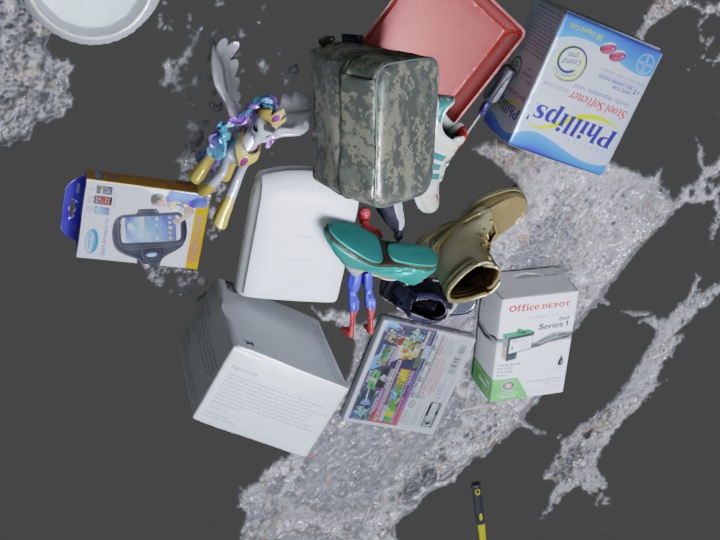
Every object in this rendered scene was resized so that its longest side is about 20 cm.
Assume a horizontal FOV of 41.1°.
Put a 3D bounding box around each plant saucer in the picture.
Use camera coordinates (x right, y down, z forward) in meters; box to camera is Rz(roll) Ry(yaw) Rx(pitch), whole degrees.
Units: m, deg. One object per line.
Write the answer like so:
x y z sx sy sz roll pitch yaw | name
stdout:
0.104 -0.321 1.365 0.198 0.037 0.201 33 104 -30 | plant saucer

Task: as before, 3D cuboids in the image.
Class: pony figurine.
-0.153 -0.185 1.282 0.165 0.195 0.200 25 127 -24 | pony figurine

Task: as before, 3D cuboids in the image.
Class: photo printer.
-0.091 -0.056 1.420 0.163 0.070 0.203 5 115 -21 | photo printer

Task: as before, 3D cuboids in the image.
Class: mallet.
0.240 0.487 1.839 0.065 0.041 0.204 -8 115 -12 | mallet

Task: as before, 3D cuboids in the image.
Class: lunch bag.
0.004 -0.201 1.276 0.138 0.166 0.204 -22 121 -45 | lunch bag

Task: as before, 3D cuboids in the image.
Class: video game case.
0.081 0.180 1.631 0.179 0.023 0.203 12 113 -24 | video game case

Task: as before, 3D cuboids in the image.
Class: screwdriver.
0.172 -0.221 1.437 0.029 0.028 0.201 -5 136 -44 | screwdriver

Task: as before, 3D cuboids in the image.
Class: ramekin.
-0.329 -0.368 1.162 0.198 0.095 0.206 -8 120 -14 | ramekin

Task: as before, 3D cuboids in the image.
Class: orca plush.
0.029 -0.145 1.434 0.070 0.106 0.202 11 137 27 | orca plush

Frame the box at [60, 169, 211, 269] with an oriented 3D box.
-0.318 -0.071 1.356 0.196 0.042 0.121 4 115 -23 | box

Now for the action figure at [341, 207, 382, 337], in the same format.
0.000 0.000 1.493 0.064 0.052 0.204 -4 113 -22 | action figure

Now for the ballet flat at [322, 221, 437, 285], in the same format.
0.021 -0.015 1.415 0.197 0.068 0.071 14 135 -29 | ballet flat

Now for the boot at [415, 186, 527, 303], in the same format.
0.192 -0.039 1.471 0.198 0.156 0.073 -28 122 -2 | boot

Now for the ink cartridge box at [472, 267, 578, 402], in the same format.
0.276 0.107 1.619 0.143 0.085 0.204 -6 119 -15 | ink cartridge box

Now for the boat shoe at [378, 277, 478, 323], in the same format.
0.127 0.054 1.520 0.197 0.093 0.076 7 112 -35 | boat shoe

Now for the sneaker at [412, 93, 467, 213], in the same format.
0.112 -0.167 1.389 0.091 0.071 0.202 -7 130 10 | sneaker

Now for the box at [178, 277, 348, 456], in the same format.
-0.149 0.142 1.429 0.198 0.200 0.132 24 109 -27 | box

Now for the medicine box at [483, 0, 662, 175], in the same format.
0.311 -0.270 1.420 0.179 0.103 0.203 13 112 -24 | medicine box
